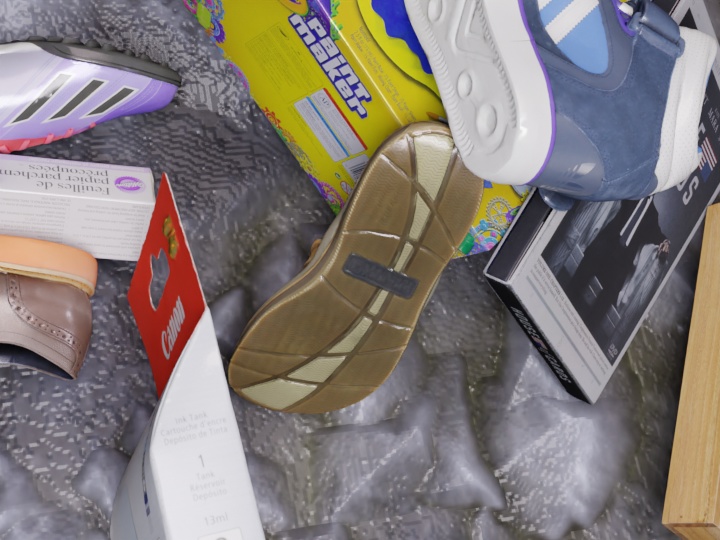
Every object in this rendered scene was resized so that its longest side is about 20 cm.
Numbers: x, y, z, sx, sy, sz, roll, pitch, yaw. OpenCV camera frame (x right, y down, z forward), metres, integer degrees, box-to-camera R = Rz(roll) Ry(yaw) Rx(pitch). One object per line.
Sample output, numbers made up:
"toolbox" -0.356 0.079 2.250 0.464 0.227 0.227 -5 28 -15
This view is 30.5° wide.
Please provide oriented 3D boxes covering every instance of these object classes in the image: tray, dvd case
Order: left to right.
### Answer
"dvd case" 0.152 -0.042 0.748 0.025 0.150 0.201 24 75 38
"tray" 0.227 0.070 0.776 0.098 0.037 0.202 37 58 -37

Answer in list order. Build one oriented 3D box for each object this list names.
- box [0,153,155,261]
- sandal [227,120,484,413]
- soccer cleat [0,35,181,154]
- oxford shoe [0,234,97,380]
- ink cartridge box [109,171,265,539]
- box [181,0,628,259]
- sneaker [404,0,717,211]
"box" -0.210 -0.038 0.704 0.197 0.042 0.039 4 34 -18
"sandal" 0.000 0.000 0.696 0.080 0.201 0.054 26 28 -13
"soccer cleat" -0.199 -0.093 0.738 0.197 0.068 0.074 1 91 -20
"oxford shoe" -0.234 0.019 0.671 0.197 0.071 0.074 4 72 -15
"ink cartridge box" -0.099 0.079 0.634 0.047 0.160 0.203 -10 71 -21
"box" 0.043 -0.140 0.754 0.193 0.122 0.201 -44 105 -27
"sneaker" 0.105 -0.128 0.660 0.145 0.081 0.203 1 67 -30
